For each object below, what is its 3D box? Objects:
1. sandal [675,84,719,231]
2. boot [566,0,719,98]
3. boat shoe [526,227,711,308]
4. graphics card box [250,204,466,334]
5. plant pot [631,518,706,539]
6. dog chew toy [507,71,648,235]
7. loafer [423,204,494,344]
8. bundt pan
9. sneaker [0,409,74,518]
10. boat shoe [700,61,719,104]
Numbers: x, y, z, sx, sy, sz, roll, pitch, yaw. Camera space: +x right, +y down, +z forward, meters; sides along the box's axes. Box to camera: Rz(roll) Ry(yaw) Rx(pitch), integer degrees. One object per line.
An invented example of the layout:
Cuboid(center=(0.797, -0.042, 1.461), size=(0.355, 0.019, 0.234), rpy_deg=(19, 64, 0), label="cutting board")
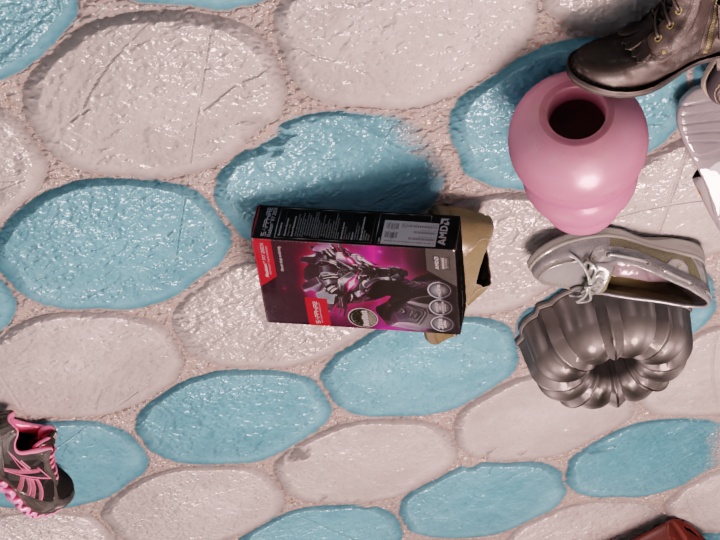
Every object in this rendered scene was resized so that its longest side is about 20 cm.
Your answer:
Cuboid(center=(0.352, -0.107, 1.651), size=(0.079, 0.059, 0.207), rpy_deg=(-31, 124, 3), label="sandal")
Cuboid(center=(0.263, -0.236, 1.426), size=(0.200, 0.069, 0.174), rpy_deg=(-14, 142, 0), label="boot")
Cuboid(center=(0.270, 0.003, 1.783), size=(0.202, 0.065, 0.074), rpy_deg=(5, 144, -22), label="boat shoe")
Cuboid(center=(0.000, 0.000, 1.659), size=(0.200, 0.051, 0.126), rpy_deg=(3, 137, 9), label="graphics card box")
Cuboid(center=(0.405, 0.460, 2.426), size=(0.195, 0.201, 0.201), rpy_deg=(-38, 138, 25), label="plant pot")
Cuboid(center=(0.200, -0.097, 1.570), size=(0.124, 0.125, 0.200), rpy_deg=(-12, 156, 4), label="dog chew toy")
Cuboid(center=(0.098, 0.009, 1.738), size=(0.067, 0.076, 0.200), rpy_deg=(-1, 147, -2), label="loafer")
Cuboid(center=(0.277, 0.090, 1.911), size=(0.202, 0.076, 0.202), rpy_deg=(-6, 147, -4), label="bundt pan")
Cuboid(center=(-0.371, 0.214, 1.947), size=(0.095, 0.079, 0.200), rpy_deg=(-31, 145, 11), label="sneaker")
Cuboid(center=(0.393, -0.192, 1.513), size=(0.200, 0.063, 0.073), rpy_deg=(-28, 142, 23), label="boat shoe")
